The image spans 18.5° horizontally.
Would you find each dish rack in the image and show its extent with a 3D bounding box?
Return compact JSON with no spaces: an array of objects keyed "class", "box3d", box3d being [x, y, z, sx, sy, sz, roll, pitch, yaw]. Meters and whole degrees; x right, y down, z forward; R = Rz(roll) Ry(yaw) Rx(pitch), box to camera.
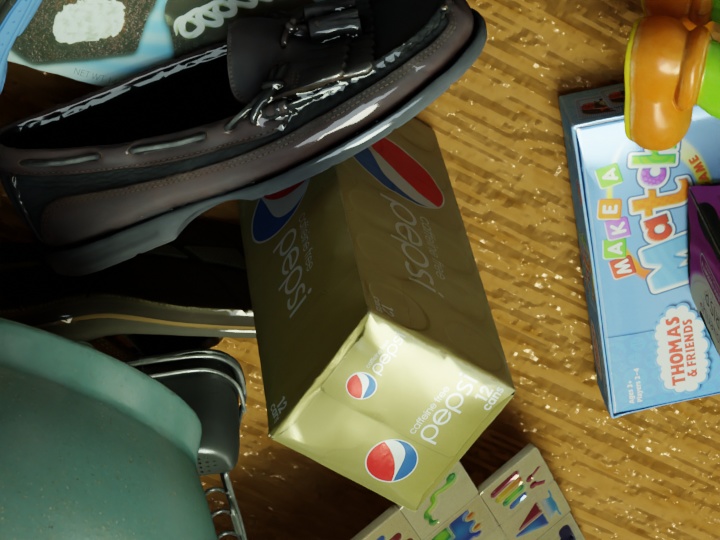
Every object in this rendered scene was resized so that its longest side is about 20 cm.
[{"class":"dish rack","box3d":[-0.112,0.125,0.946,0.153,0.055,0.200,-9,137,0]}]

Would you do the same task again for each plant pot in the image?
[{"class":"plant pot","box3d":[-0.132,0.096,0.786,0.200,0.134,0.200,17,160,6]}]

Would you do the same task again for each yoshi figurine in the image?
[{"class":"yoshi figurine","box3d":[0.209,-0.075,0.867,0.200,0.112,0.112,3,97,17]}]

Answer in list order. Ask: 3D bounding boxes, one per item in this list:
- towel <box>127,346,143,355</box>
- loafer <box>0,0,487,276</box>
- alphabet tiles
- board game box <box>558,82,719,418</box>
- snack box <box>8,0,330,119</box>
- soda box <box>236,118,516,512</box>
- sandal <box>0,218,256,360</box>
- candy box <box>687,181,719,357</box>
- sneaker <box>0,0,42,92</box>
[{"class":"towel","box3d":[-0.177,0.101,0.987,0.200,0.050,0.148,-5,128,-5]},{"class":"loafer","box3d":[-0.050,-0.064,0.847,0.200,0.072,0.063,-26,119,15]},{"class":"alphabet tiles","box3d":[0.015,0.164,1.009,0.200,0.006,0.166,-39,144,-6]},{"class":"board game box","box3d":[0.195,-0.024,0.963,0.200,0.037,0.151,-12,121,-2]},{"class":"snack box","box3d":[-0.108,-0.133,0.857,0.200,0.037,0.116,14,119,-15]},{"class":"soda box","box3d":[0.000,0.000,0.856,0.068,0.200,0.064,29,113,-22]},{"class":"sandal","box3d":[-0.108,0.022,0.924,0.200,0.082,0.055,-7,120,-2]},{"class":"candy box","box3d":[0.244,0.008,0.888,0.200,0.136,0.061,-9,122,-2]},{"class":"sneaker","box3d":[-0.170,-0.075,0.812,0.083,0.071,0.200,-5,129,-40]}]
